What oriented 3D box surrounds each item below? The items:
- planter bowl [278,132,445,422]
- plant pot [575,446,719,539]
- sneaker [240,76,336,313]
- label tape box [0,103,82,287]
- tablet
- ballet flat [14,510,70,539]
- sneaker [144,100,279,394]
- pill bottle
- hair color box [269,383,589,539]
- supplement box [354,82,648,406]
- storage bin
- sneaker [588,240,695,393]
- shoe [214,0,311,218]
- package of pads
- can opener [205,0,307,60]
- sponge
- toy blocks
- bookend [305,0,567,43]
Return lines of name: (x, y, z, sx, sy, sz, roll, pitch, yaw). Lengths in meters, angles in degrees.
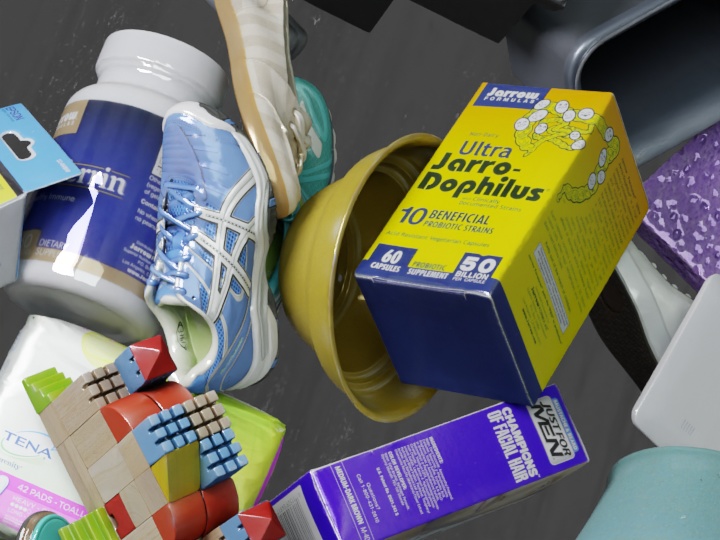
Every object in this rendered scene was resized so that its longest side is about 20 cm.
planter bowl: (0.000, 0.000, 1.490, 0.083, 0.200, 0.201, 9, 67, 31)
plant pot: (0.216, 0.230, 1.431, 0.199, 0.200, 0.188, 18, 58, -4)
sneaker: (-0.059, -0.049, 1.521, 0.077, 0.080, 0.201, 14, 71, -5)
label tape box: (-0.294, -0.030, 1.444, 0.199, 0.066, 0.143, -24, 34, -17)
tablet: (0.284, 0.110, 1.517, 0.200, 0.014, 0.130, 42, 69, -25)
ballet flat: (-0.201, 0.256, 1.389, 0.068, 0.068, 0.201, -21, 97, -51)
sneaker: (-0.102, -0.012, 1.415, 0.077, 0.076, 0.201, -22, 107, -50)
pill bottle: (-0.165, -0.059, 1.487, 0.115, 0.116, 0.201, 19, 70, -3)
hair color box: (0.042, 0.146, 1.439, 0.199, 0.109, 0.065, -19, 78, -29)
supplement box: (0.100, -0.022, 1.458, 0.109, 0.110, 0.200, 8, 48, 33)
storage bin: (0.207, -0.174, 1.579, 0.200, 0.146, 0.134, -29, 43, -16)
sneaker: (0.229, 0.042, 1.551, 0.085, 0.073, 0.200, -30, 89, -23)
shoe: (-0.062, -0.124, 1.484, 0.053, 0.070, 0.201, -11, 56, -4)
package of pads: (-0.165, 0.133, 1.453, 0.199, 0.068, 0.155, 23, 71, -2)
can opener: (-0.130, -0.218, 1.586, 0.200, 0.053, 0.067, 45, 104, 5)
sponge: (0.300, -0.013, 1.596, 0.200, 0.030, 0.112, 45, 72, 6)
toy blocks: (-0.125, 0.125, 1.340, 0.100, 0.137, 0.200, -21, 78, -37)
bookend: (0.044, -0.236, 1.541, 0.199, 0.199, 0.092, 25, 71, -6)
